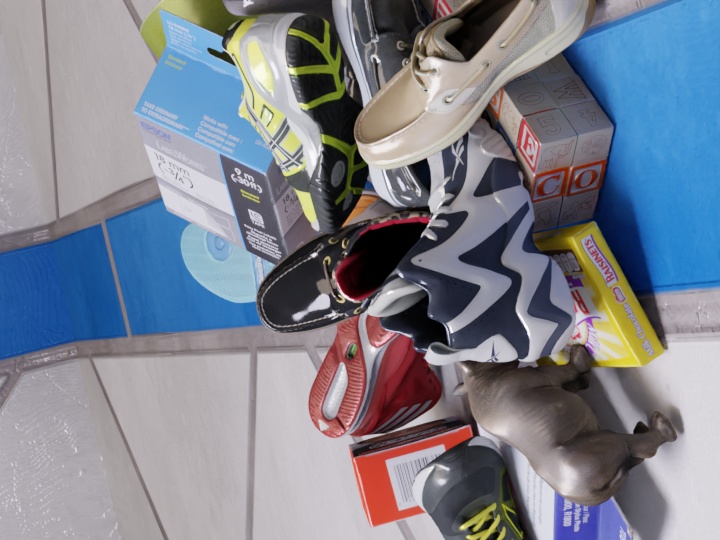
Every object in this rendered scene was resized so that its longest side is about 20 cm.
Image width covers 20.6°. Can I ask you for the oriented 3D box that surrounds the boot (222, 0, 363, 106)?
[{"bbox_3d":[-0.009,-0.175,1.498,0.070,0.198,0.133,-134,38,-57],"label":"boot"}]

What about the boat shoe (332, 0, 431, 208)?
[{"bbox_3d":[0.032,-0.143,1.435,0.056,0.068,0.202,10,117,52],"label":"boat shoe"}]

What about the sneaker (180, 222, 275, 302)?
[{"bbox_3d":[-0.056,-0.020,1.813,0.198,0.130,0.080,10,109,31],"label":"sneaker"}]

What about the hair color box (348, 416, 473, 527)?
[{"bbox_3d":[0.045,0.165,1.655,0.200,0.101,0.062,125,130,-86],"label":"hair color box"}]

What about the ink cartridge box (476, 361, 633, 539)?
[{"bbox_3d":[0.141,0.173,1.498,0.197,0.043,0.201,83,164,-51],"label":"ink cartridge box"}]

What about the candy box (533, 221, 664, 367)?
[{"bbox_3d":[0.143,0.022,1.419,0.103,0.026,0.200,59,163,-6],"label":"candy box"}]

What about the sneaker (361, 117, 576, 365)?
[{"bbox_3d":[0.051,-0.018,1.349,0.080,0.128,0.201,114,138,-61],"label":"sneaker"}]

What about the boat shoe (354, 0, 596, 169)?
[{"bbox_3d":[0.064,-0.143,1.335,0.199,0.065,0.073,-35,48,26],"label":"boat shoe"}]

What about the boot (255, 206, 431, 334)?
[{"bbox_3d":[0.000,0.000,1.531,0.151,0.198,0.074,-31,-78,-81],"label":"boot"}]

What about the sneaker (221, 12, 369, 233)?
[{"bbox_3d":[-0.045,-0.113,1.478,0.076,0.076,0.201,14,138,28],"label":"sneaker"}]

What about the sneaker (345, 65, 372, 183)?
[{"bbox_3d":[-0.001,-0.117,1.646,0.200,0.077,0.082,50,168,11],"label":"sneaker"}]

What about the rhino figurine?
[{"bbox_3d":[0.126,0.093,1.397,0.200,0.087,0.060,40,158,40],"label":"rhino figurine"}]

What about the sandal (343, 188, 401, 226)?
[{"bbox_3d":[0.032,-0.002,1.628,0.206,0.059,0.080,37,112,34],"label":"sandal"}]

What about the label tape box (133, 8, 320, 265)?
[{"bbox_3d":[-0.113,-0.106,1.657,0.143,0.063,0.201,26,151,26],"label":"label tape box"}]

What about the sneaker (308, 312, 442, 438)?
[{"bbox_3d":[0.035,0.054,1.732,0.078,0.115,0.201,39,107,33],"label":"sneaker"}]

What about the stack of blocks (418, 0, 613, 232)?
[{"bbox_3d":[0.103,-0.119,1.422,0.116,0.058,0.201,96,153,-46],"label":"stack of blocks"}]

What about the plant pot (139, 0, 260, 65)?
[{"bbox_3d":[-0.063,-0.172,1.736,0.201,0.186,0.187,58,160,4],"label":"plant pot"}]

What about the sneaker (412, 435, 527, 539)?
[{"bbox_3d":[0.099,0.198,1.495,0.085,0.074,0.201,53,172,36],"label":"sneaker"}]
